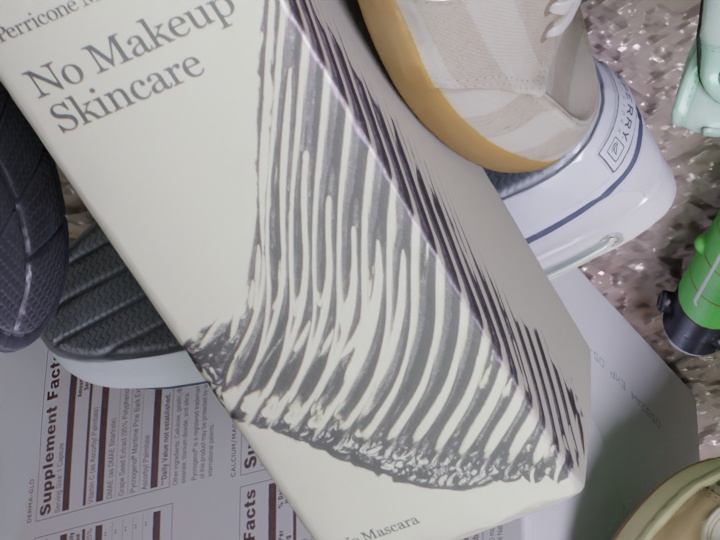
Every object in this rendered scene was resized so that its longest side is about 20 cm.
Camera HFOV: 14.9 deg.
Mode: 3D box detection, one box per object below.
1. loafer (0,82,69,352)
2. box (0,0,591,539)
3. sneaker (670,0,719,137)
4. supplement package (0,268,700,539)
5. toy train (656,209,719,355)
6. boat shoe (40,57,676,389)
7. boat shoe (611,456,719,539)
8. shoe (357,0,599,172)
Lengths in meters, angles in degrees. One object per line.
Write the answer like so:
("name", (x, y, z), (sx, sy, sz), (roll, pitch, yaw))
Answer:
("loafer", (-0.145, -0.050, 0.763), (0.063, 0.072, 0.200), (7, 148, 28))
("box", (-0.017, -0.020, 0.720), (0.082, 0.069, 0.200), (-23, 120, 21))
("sneaker", (0.145, -0.027, 0.708), (0.118, 0.074, 0.202), (-10, 105, 19))
("supplement package", (-0.003, 0.098, 0.911), (0.199, 0.151, 0.152), (-15, 146, 24))
("toy train", (0.136, -0.021, 0.822), (0.056, 0.042, 0.200), (14, 148, -4))
("boat shoe", (0.000, 0.000, 0.821), (0.199, 0.074, 0.067), (-17, 142, 26))
("boat shoe", (0.135, 0.089, 0.836), (0.062, 0.200, 0.074), (13, 126, 40))
("shoe", (0.028, -0.089, 0.678), (0.053, 0.070, 0.200), (-4, 147, 23))
